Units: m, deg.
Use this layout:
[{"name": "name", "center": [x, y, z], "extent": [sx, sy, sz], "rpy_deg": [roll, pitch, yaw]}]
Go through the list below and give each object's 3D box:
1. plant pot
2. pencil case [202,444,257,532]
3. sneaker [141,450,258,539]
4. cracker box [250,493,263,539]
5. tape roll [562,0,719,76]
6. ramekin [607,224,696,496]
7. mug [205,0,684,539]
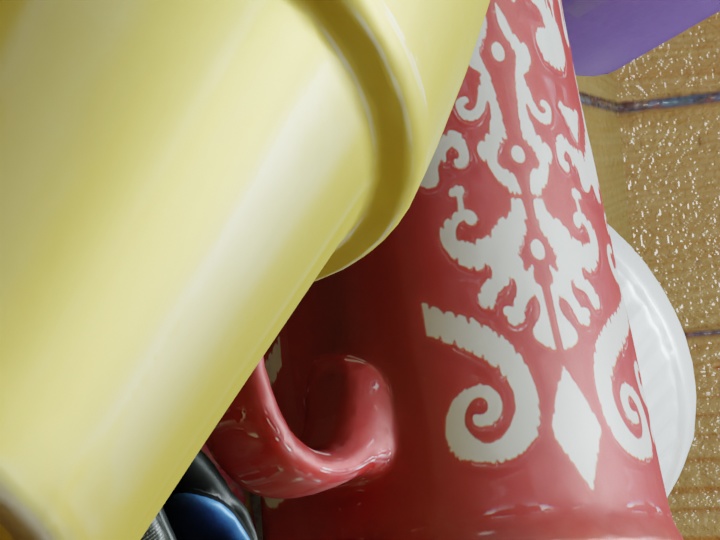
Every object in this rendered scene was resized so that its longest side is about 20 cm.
[{"name": "plant pot", "center": [-0.090, -0.026, 0.597], "extent": [0.201, 0.200, 0.189], "rpy_deg": [69, 34, -51]}, {"name": "pencil case", "center": [-0.079, 0.011, 0.859], "extent": [0.091, 0.083, 0.201], "rpy_deg": [32, 51, -52]}, {"name": "sneaker", "center": [-0.074, 0.120, 0.751], "extent": [0.073, 0.112, 0.200], "rpy_deg": [-75, 156, -58]}, {"name": "cracker box", "center": [-0.027, 0.109, 0.937], "extent": [0.200, 0.058, 0.134], "rpy_deg": [-60, 153, -23]}, {"name": "tape roll", "center": [0.084, -0.184, 1.043], "extent": [0.200, 0.085, 0.200], "rpy_deg": [32, 42, -35]}, {"name": "ramekin", "center": [0.034, 0.061, 1.133], "extent": [0.094, 0.202, 0.203], "rpy_deg": [-49, 133, -57]}, {"name": "mug", "center": [0.020, -0.003, 0.819], "extent": [0.178, 0.133, 0.201], "rpy_deg": [61, 21, -75]}]
